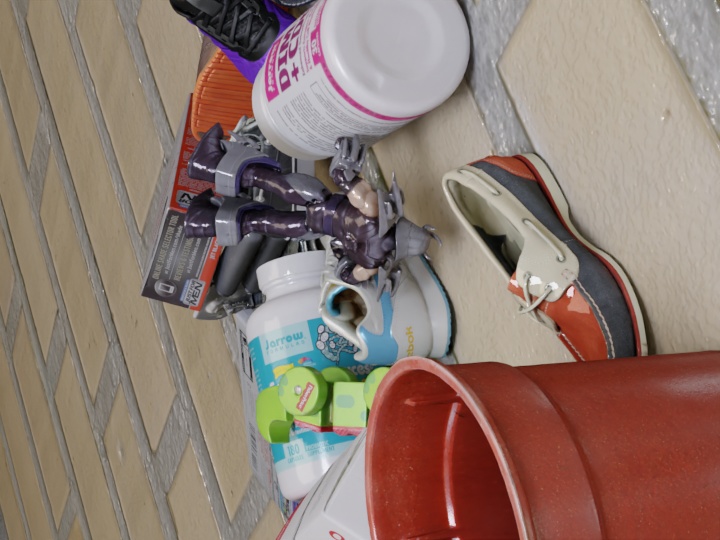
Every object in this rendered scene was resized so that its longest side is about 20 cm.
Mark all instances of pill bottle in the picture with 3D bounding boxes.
[{"bbox_3d":[-0.034,0.088,1.399,0.111,0.111,0.200,142,117,-64],"label":"pill bottle"},{"bbox_3d":[-0.008,-0.150,1.250,0.200,0.113,0.113,156,104,-66],"label":"pill bottle"}]

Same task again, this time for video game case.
[{"bbox_3d":[-0.066,0.163,1.573,0.182,0.022,0.200,46,146,48],"label":"video game case"}]

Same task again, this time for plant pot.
[{"bbox_3d":[0.131,0.132,0.919,0.201,0.195,0.201,172,90,-68],"label":"plant pot"}]

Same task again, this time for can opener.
[{"bbox_3d":[-0.118,-0.011,1.566,0.200,0.053,0.067,122,137,-56],"label":"can opener"}]

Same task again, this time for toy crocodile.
[{"bbox_3d":[0.004,0.105,1.280,0.200,0.067,0.062,-2,86,30],"label":"toy crocodile"}]

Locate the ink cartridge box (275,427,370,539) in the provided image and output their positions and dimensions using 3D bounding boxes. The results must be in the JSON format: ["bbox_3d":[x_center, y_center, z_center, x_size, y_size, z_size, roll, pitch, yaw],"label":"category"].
[{"bbox_3d":[0.018,0.221,1.269,0.147,0.083,0.200,33,149,-1],"label":"ink cartridge box"}]

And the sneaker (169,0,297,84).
[{"bbox_3d":[-0.112,-0.216,1.406,0.200,0.100,0.070,44,102,18],"label":"sneaker"}]

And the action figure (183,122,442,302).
[{"bbox_3d":[-0.032,-0.047,1.235,0.200,0.069,0.130,15,125,16],"label":"action figure"}]

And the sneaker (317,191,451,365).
[{"bbox_3d":[0.000,0.000,1.329,0.200,0.081,0.077,-124,32,-48],"label":"sneaker"}]

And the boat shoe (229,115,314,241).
[{"bbox_3d":[-0.081,-0.109,1.450,0.074,0.068,0.200,113,158,-54],"label":"boat shoe"}]

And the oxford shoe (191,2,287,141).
[{"bbox_3d":[-0.115,-0.211,1.537,0.200,0.071,0.073,-67,30,28],"label":"oxford shoe"}]

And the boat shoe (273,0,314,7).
[{"bbox_3d":[-0.028,-0.237,1.314,0.200,0.075,0.093,134,129,-62],"label":"boat shoe"}]

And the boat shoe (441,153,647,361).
[{"bbox_3d":[0.119,0.000,1.073,0.200,0.063,0.071,62,149,35],"label":"boat shoe"}]

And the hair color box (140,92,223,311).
[{"bbox_3d":[-0.159,-0.069,1.592,0.200,0.064,0.111,-86,15,-52],"label":"hair color box"}]

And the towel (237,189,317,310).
[{"bbox_3d":[-0.076,-0.004,1.580,0.200,0.035,0.193,168,96,-69],"label":"towel"}]
